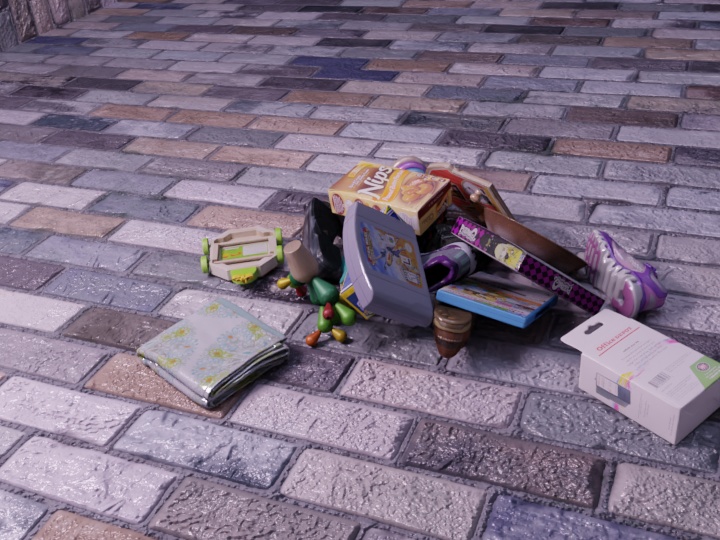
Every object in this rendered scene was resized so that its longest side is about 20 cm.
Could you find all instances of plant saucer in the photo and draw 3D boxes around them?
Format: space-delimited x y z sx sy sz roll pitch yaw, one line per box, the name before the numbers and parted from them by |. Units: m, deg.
plant saucer | 0.291 -0.044 1.385 0.199 0.037 0.200 29 6 -3

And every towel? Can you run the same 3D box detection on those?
towel | -0.230 0.124 1.274 0.199 0.049 0.170 24 42 39

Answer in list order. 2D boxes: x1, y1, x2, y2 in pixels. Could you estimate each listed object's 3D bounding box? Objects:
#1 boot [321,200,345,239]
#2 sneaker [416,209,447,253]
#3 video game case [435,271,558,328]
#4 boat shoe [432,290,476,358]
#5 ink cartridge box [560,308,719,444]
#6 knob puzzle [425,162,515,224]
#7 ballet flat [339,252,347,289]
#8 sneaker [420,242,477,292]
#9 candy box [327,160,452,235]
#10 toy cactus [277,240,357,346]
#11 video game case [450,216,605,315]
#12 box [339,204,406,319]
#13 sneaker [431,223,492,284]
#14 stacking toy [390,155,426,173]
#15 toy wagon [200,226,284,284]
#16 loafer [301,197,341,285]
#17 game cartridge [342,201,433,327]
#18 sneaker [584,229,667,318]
boot | 0.013 -0.109 1.588 0.137 0.078 0.199 -20 35 -31
sneaker | 0.085 -0.062 1.486 0.078 0.076 0.200 14 43 31
video game case | 0.219 0.042 1.276 0.142 0.018 0.200 19 16 23
boat shoe | 0.144 0.077 1.265 0.071 0.068 0.200 11 16 10
ink cartridge box | 0.386 0.140 1.125 0.116 0.068 0.199 -26 38 -29
knob puzzle | 0.191 -0.134 1.511 0.219 0.220 0.031 28 79 42
ballet flat | 0.000 0.000 1.420 0.069 0.070 0.200 -3 23 5
sneaker | 0.087 0.011 1.304 0.199 0.075 0.087 -27 1 37
candy box | 0.054 -0.136 1.482 0.198 0.056 0.115 17 44 32
toy cactus | -0.083 0.027 1.305 0.102 0.166 0.200 -32 34 -8
video game case | 0.264 -0.008 1.284 0.199 0.036 0.181 26 7 -35
box | 0.028 -0.017 1.313 0.070 0.064 0.201 -37 22 32
sneaker | 0.158 -0.027 1.422 0.113 0.077 0.199 9 28 27
stacking toy | 0.113 -0.149 1.632 0.084 0.086 0.201 -9 36 -5
toy wagon | -0.220 -0.023 1.517 0.153 0.040 0.201 -8 33 -3
loafer | -0.085 -0.058 1.494 0.072 0.073 0.201 -41 31 26
game cartridge | 0.037 -0.014 1.222 0.132 0.041 0.201 24 39 -33
sneaker | 0.437 0.004 1.336 0.087 0.081 0.201 -4 36 -10
